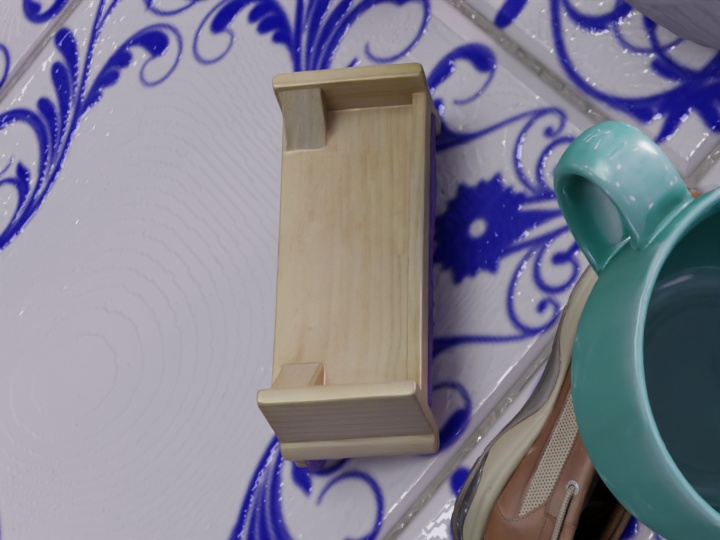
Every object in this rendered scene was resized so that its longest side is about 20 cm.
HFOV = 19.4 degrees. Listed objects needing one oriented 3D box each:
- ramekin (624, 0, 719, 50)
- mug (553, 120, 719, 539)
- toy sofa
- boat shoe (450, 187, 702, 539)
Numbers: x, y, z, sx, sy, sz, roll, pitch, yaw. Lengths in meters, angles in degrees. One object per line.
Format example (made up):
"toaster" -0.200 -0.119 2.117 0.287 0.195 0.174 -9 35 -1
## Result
"ramekin" 0.189 -0.200 1.007 0.200 0.105 0.201 -20 54 31
"mug" 0.160 0.028 0.861 0.114 0.151 0.186 144 117 -75
"toy sofa" 0.000 0.000 1.084 0.082 0.098 0.201 -4 61 11
"boat shoe" 0.121 0.062 0.948 0.074 0.076 0.200 33 96 38
